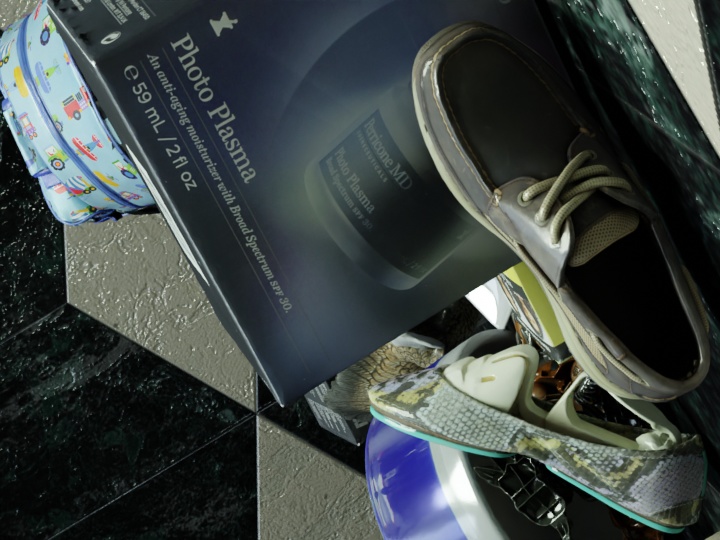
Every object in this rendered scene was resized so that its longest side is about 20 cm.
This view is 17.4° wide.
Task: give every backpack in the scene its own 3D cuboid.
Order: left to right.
[{"bbox_3d":[-0.187,-0.121,1.687,0.184,0.134,0.200,65,-161,-2],"label":"backpack"}]

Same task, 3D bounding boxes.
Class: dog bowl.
[{"bbox_3d":[0.098,0.143,1.469,0.200,0.079,0.201,34,-143,-31],"label":"dog bowl"}]

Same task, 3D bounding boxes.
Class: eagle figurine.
[{"bbox_3d":[0.055,0.060,1.642,0.152,0.150,0.201,-119,24,-56],"label":"eagle figurine"}]

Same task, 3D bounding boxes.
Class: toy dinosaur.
[{"bbox_3d":[0.146,0.104,1.416,0.200,0.102,0.136,44,-165,11],"label":"toy dinosaur"}]

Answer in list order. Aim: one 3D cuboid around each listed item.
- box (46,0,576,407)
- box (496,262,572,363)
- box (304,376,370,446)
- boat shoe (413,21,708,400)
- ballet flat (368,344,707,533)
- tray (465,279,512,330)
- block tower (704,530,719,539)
[{"bbox_3d":[-0.011,-0.081,1.124,0.201,0.198,0.123,62,173,-26],"label":"box"},{"bbox_3d":[0.077,-0.050,1.285,0.201,0.050,0.075,62,175,-26],"label":"box"},{"bbox_3d":[0.002,0.006,1.730,0.049,0.161,0.201,25,152,39],"label":"box"},{"bbox_3d":[0.100,-0.027,1.054,0.200,0.074,0.073,52,169,-15],"label":"boat shoe"},{"bbox_3d":[0.103,0.080,1.320,0.199,0.072,0.072,20,163,14],"label":"ballet flat"},{"bbox_3d":[0.038,-0.061,1.482,0.200,0.022,0.108,46,152,17],"label":"tray"},{"bbox_3d":[0.217,0.209,1.383,0.058,0.054,0.200,56,175,25],"label":"block tower"}]
